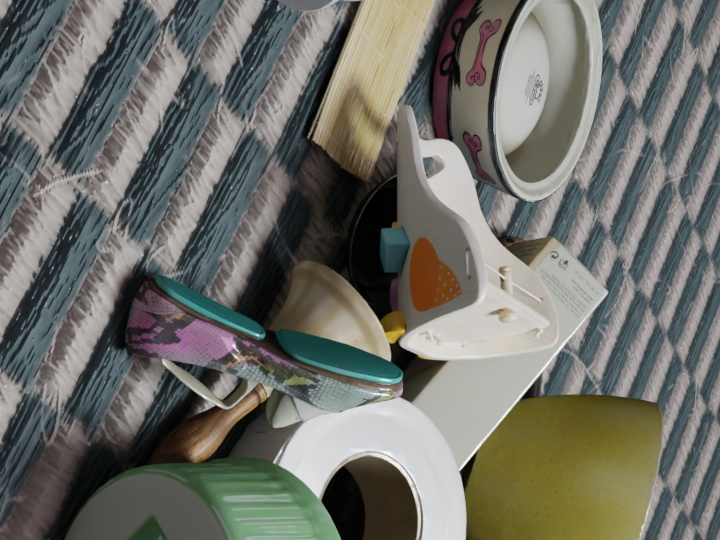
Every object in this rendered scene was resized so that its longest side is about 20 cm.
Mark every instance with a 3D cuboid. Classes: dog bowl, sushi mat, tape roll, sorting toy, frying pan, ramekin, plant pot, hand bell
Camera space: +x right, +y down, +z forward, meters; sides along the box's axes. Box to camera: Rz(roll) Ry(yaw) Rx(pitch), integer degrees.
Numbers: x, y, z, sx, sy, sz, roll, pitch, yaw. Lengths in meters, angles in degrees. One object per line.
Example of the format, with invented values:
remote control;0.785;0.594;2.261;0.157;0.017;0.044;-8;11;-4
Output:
dog bowl;0.134;-0.163;1.503;0.200;0.073;0.201;-28;124;-52
sushi mat;0.015;-0.174;1.364;0.096;0.012;0.201;38;70;-58
tape roll;-0.014;0.192;1.334;0.202;0.071;0.204;5;83;-39
sorting toy;0.065;-0.031;1.345;0.200;0.106;0.181;29;49;-65
frying pan;0.010;0.006;1.405;0.115;0.031;0.191;37;79;-48
ramekin;-0.113;0.221;1.144;0.097;0.199;0.201;14;89;-52
plant pot;0.158;0.187;1.483;0.200;0.141;0.201;-161;-90;-89
hand bell;-0.082;0.093;1.261;0.200;0.104;0.104;-41;136;-24

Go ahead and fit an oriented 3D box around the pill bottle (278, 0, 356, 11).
pill bottle;0.009;-0.261;1.226;0.200;0.112;0.114;-42;135;-44

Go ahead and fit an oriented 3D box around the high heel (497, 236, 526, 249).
high heel;0.129;0.074;1.583;0.142;0.071;0.201;-25;114;-45

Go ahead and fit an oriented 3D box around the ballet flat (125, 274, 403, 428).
ballet flat;-0.070;0.067;1.202;0.199;0.069;0.071;21;102;-16

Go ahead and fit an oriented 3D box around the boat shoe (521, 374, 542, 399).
boat shoe;0.147;0.140;1.655;0.067;0.057;0.201;-36;130;-47

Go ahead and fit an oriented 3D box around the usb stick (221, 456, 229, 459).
usb stick;-0.121;0.233;1.245;0.055;0.032;0.201;-124;-127;-78

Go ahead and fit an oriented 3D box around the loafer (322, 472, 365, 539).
loafer;-0.014;0.241;1.421;0.201;0.070;0.068;-55;145;-31

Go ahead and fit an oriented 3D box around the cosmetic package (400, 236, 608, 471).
cosmetic package;0.106;0.070;1.457;0.073;0.103;0.200;44;76;-9
